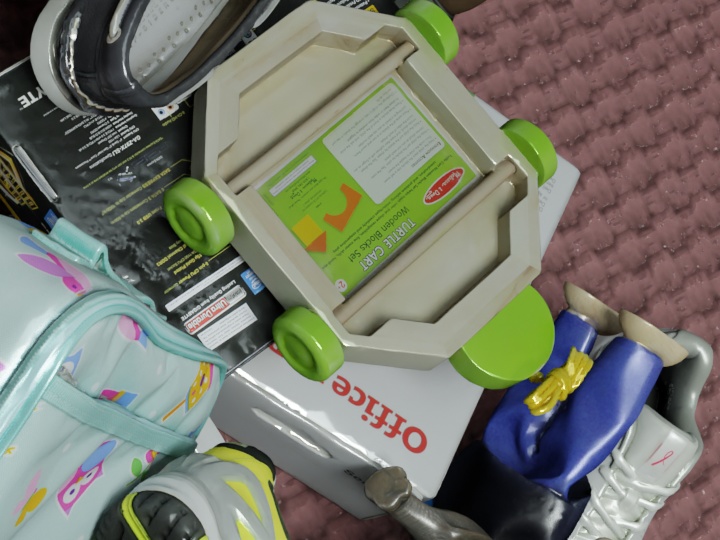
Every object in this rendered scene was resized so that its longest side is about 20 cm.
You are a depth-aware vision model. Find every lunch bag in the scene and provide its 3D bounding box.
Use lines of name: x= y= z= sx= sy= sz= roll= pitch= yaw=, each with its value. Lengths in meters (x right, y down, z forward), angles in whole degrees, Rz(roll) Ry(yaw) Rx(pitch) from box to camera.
lunch bag: x=-0.124 y=0.065 z=0.596 sx=0.077 sy=0.200 sz=0.161 roll=36 pitch=87 yaw=13

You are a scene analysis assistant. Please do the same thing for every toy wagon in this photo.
toy wagon: x=0.017 y=-0.018 z=0.724 sx=0.155 sy=0.040 sz=0.200 roll=-40 pitch=91 yaw=-28

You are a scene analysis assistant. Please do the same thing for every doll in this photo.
doll: x=0.080 y=0.109 z=0.824 sx=0.048 sy=0.136 sz=0.201 roll=33 pitch=88 yaw=-43

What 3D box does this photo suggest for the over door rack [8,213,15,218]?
over door rack: x=-0.233 y=-0.045 z=0.737 sx=0.200 sy=0.067 sz=0.148 roll=-39 pitch=97 yaw=-30

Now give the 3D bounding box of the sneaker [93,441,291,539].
sneaker: x=-0.035 y=0.158 z=0.641 sx=0.076 sy=0.075 sz=0.201 roll=-40 pitch=126 yaw=-51

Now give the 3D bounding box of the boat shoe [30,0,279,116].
boat shoe: x=-0.054 y=-0.140 z=0.711 sx=0.200 sy=0.060 sz=0.074 roll=-49 pitch=127 yaw=-27

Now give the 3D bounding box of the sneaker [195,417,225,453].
sneaker: x=-0.109 y=0.120 z=0.752 sx=0.115 sy=0.074 sz=0.201 roll=-37 pitch=95 yaw=-34

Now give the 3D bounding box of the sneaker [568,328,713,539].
sneaker: x=0.123 y=0.107 z=0.862 sx=0.078 sy=0.099 sz=0.201 roll=30 pitch=64 yaw=-17

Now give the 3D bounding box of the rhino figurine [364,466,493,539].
rhino figurine: x=0.081 y=0.160 z=0.724 sx=0.060 sy=0.200 sz=0.088 roll=-51 pitch=142 yaw=-10

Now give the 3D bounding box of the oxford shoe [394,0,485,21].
oxford shoe: x=0.020 y=-0.215 z=0.868 sx=0.200 sy=0.084 sz=0.073 roll=49 pitch=24 yaw=-41

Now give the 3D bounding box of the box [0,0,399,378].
box: x=-0.052 y=-0.056 z=0.757 sx=0.200 sy=0.049 sz=0.160 roll=-37 pitch=90 yaw=-28

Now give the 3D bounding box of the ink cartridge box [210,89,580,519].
ink cartridge box: x=0.000 y=0.000 z=0.837 sx=0.146 sy=0.084 sz=0.201 roll=34 pitch=63 yaw=-13
